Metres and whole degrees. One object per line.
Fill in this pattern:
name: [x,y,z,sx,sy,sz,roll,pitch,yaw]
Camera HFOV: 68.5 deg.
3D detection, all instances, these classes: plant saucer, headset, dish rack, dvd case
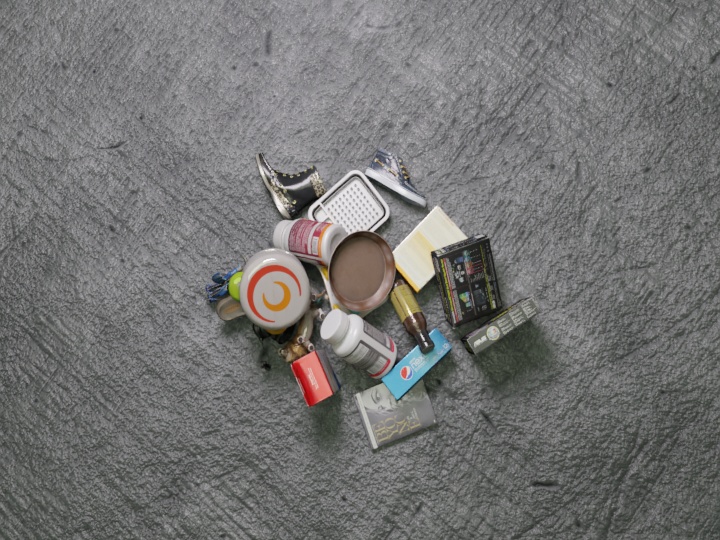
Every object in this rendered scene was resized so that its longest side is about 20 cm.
plant saucer: [0.000,0.000,1.366,0.193,0.034,0.210,-4,99,-27]
headset: [-0.240,0.167,1.458,0.118,0.095,0.208,8,70,12]
dish rack: [-0.031,-0.156,1.477,0.198,0.044,0.173,-40,81,0]
dvd case: [0.093,0.372,1.422,0.193,0.016,0.154,-21,83,3]

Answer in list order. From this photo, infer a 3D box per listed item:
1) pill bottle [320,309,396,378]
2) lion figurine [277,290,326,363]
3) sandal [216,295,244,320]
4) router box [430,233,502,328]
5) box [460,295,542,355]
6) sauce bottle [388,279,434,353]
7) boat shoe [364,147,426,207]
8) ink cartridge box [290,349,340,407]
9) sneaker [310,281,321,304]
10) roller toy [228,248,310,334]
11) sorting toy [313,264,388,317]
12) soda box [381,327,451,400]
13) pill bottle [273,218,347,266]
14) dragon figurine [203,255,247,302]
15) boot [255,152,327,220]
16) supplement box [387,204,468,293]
pill bottle: [-0.006,0.185,1.358,0.198,0.110,0.113,37,86,-29]
lion figurine: [-0.146,0.149,1.397,0.071,0.122,0.206,29,74,-16]
sandal: [-0.301,0.076,1.418,0.194,0.055,0.084,-27,109,1]
router box: [0.277,0.027,1.376,0.144,0.062,0.208,-18,105,-7]
box: [0.354,0.141,1.351,0.196,0.160,0.045,-34,81,1]
sauce bottle: [0.133,0.122,1.388,0.063,0.065,0.205,-25,60,2]
boat shoe: [0.111,-0.259,1.459,0.196,0.071,0.093,31,91,10]
ink cartridge box: [-0.112,0.273,1.358,0.065,0.200,0.120,-26,82,1]
sneaker: [-0.188,0.020,1.438,0.196,0.092,0.078,31,55,6]
roller toy: [-0.216,0.045,1.340,0.182,0.140,0.201,-41,106,-2]
sorting toy: [-0.015,0.042,1.441,0.174,0.107,0.208,-16,82,-17]
soda box: [0.149,0.248,1.394,0.199,0.064,0.068,-42,73,-6]
pill bottle: [-0.135,-0.077,1.412,0.194,0.108,0.114,12,84,35]
dragon figurine: [-0.364,0.031,1.438,0.097,0.199,0.060,-25,84,-35]
boot: [-0.196,-0.262,1.490,0.150,0.074,0.209,-28,86,-2]
supplement box: [0.181,-0.055,1.431,0.200,0.074,0.126,-44,83,1]
